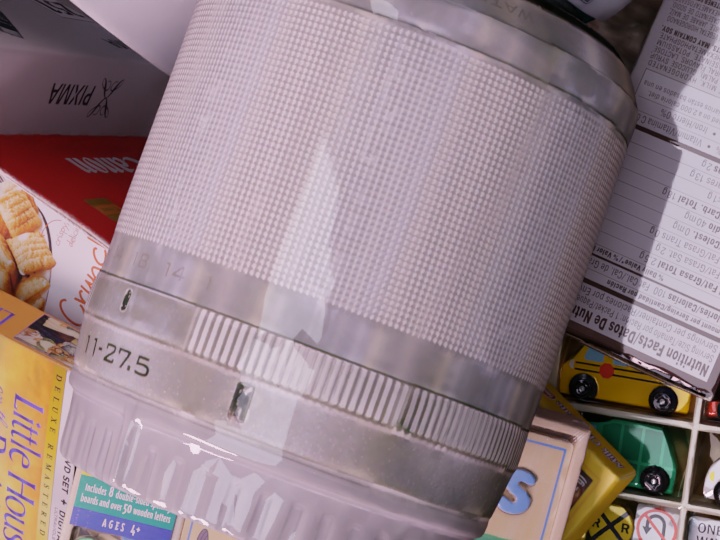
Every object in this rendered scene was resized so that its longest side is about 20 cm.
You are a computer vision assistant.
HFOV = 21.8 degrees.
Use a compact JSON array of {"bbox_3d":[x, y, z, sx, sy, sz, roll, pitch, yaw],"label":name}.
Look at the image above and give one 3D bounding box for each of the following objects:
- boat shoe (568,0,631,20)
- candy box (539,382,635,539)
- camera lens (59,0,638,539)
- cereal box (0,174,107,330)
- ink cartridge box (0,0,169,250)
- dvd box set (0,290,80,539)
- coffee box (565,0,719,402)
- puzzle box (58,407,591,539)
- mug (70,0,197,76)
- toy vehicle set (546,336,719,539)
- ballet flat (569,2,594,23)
[{"bbox_3d":[0.101,-0.148,0.704,0.069,0.200,0.057,43,114,-10],"label":"boat shoe"},{"bbox_3d":[0.022,0.124,0.820,0.102,0.026,0.201,46,112,22],"label":"candy box"},{"bbox_3d":[-0.003,-0.008,0.646,0.158,0.160,0.202,19,87,16],"label":"camera lens"},{"bbox_3d":[-0.138,0.008,0.863,0.199,0.039,0.145,29,113,13],"label":"cereal box"},{"bbox_3d":[-0.120,-0.072,0.778,0.175,0.200,0.045,30,102,13],"label":"ink cartridge box"},{"bbox_3d":[-0.206,0.060,0.871,0.199,0.029,0.148,26,126,18],"label":"dvd box set"},{"bbox_3d":[0.146,-0.056,0.723,0.079,0.114,0.202,24,93,17],"label":"coffee box"},{"bbox_3d":[-0.018,0.100,0.752,0.198,0.025,0.135,14,94,-4],"label":"puzzle box"},{"bbox_3d":[-0.091,-0.206,0.782,0.199,0.148,0.176,39,94,0],"label":"mug"},{"bbox_3d":[0.171,0.091,0.786,0.198,0.026,0.126,8,97,17],"label":"toy vehicle set"},{"bbox_3d":[0.029,-0.147,0.744,0.067,0.199,0.064,-35,59,42],"label":"ballet flat"}]
